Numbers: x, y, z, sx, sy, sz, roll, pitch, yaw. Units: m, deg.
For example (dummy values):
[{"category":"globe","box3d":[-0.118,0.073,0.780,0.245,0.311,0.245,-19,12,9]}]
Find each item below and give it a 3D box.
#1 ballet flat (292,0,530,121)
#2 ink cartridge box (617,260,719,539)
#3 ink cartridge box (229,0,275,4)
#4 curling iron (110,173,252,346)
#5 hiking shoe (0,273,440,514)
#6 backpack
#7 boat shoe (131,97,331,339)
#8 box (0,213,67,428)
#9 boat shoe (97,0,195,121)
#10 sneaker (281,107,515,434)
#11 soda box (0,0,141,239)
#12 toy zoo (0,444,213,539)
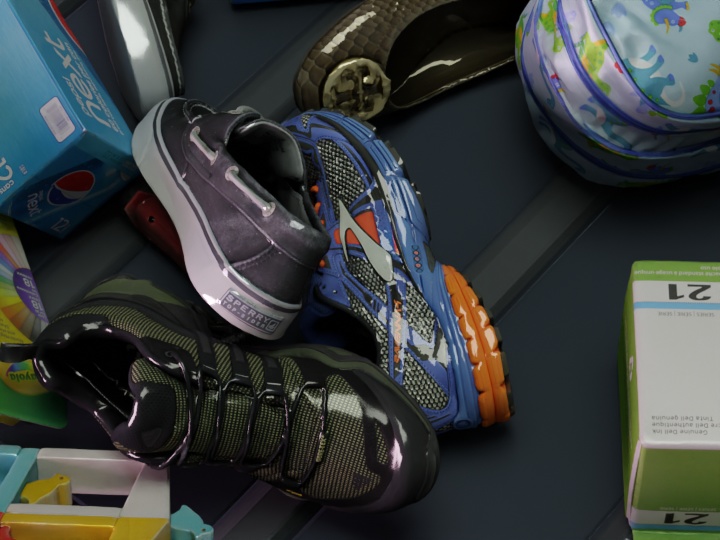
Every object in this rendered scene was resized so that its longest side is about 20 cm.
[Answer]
[{"category":"ballet flat","box3d":[0.056,-0.122,1.238,0.199,0.068,0.046,-23,46,-24]},{"category":"ink cartridge box","box3d":[0.194,0.098,1.059,0.147,0.076,0.201,1,51,1]},{"category":"ink cartridge box","box3d":[0.019,-0.232,1.307,0.198,0.084,0.145,-5,53,-4]},{"category":"curling iron","box3d":[-0.111,-0.022,1.185,0.049,0.026,0.200,-26,56,-15]},{"category":"hiking shoe","box3d":[-0.064,0.068,1.064,0.199,0.076,0.101,19,23,22]},{"category":"backpack","box3d":[0.174,-0.126,1.197,0.199,0.154,0.164,-23,88,0]},{"category":"boat shoe","box3d":[-0.057,-0.044,1.125,0.071,0.068,0.200,29,17,-24]},{"category":"box","box3d":[-0.211,-0.007,1.123,0.048,0.117,0.201,-44,50,22]},{"category":"boat shoe","box3d":[-0.115,-0.164,1.269,0.056,0.069,0.201,-11,51,-9]},{"category":"sneaker","box3d":[0.000,0.000,1.140,0.078,0.076,0.201,-22,54,-12]},{"category":"soda box","box3d":[-0.188,-0.117,1.196,0.064,0.068,0.201,-37,65,13]},{"category":"toy zoo","box3d":[-0.162,0.113,1.038,0.198,0.021,0.131,2,21,7]}]
